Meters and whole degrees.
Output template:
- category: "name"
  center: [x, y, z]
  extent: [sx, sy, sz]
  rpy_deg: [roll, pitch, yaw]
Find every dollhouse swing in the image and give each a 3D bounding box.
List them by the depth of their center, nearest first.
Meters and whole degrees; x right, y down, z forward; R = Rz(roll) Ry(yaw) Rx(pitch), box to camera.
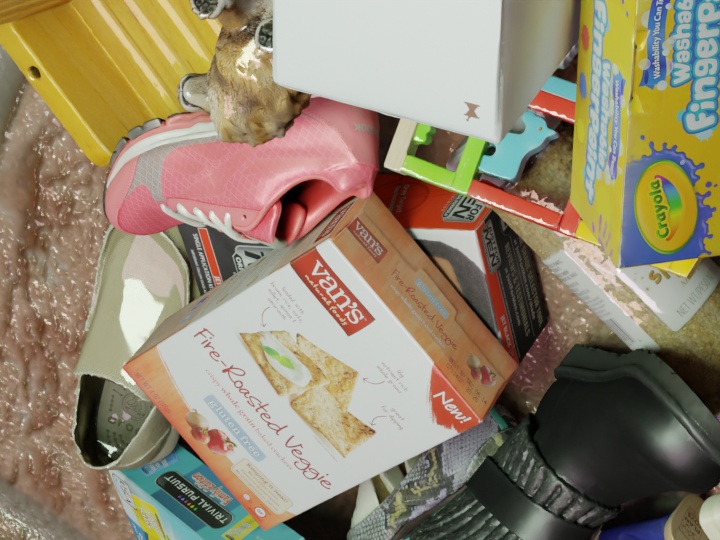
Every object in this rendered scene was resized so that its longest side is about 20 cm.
- category: "dollhouse swing"
  center: [-0.125, -0.120, 1.222]
  extent: [0.200, 0.176, 0.182]
  rpy_deg: [-24, 108, 40]

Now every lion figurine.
- category: "lion figurine"
  center: [-0.035, -0.158, 1.113]
  extent: [0.072, 0.122, 0.201]
  rpy_deg: [23, 92, 11]

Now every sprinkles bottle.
- category: "sprinkles bottle"
  center: [0.138, -0.011, 1.217]
  extent: [0.200, 0.068, 0.068]
  rpy_deg: [44, 134, -6]

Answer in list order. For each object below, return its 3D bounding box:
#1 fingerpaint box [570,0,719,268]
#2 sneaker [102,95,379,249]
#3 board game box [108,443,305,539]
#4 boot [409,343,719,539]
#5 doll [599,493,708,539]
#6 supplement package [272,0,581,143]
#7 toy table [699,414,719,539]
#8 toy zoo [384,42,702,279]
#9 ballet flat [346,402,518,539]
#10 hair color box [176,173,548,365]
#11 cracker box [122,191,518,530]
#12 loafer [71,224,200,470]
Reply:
- category: "fingerpaint box"
  center: [0.188, -0.113, 1.036]
  extent: [0.166, 0.073, 0.201]
  rpy_deg: [-8, 121, -12]
- category: "sneaker"
  center: [-0.069, -0.047, 1.246]
  extent: [0.200, 0.074, 0.087]
  rpy_deg: [-24, 64, 35]
- category: "board game box"
  center: [-0.082, 0.206, 1.463]
  extent: [0.200, 0.047, 0.152]
  rpy_deg: [28, 143, 55]
- category: "boot"
  center: [0.116, 0.125, 1.213]
  extent: [0.079, 0.158, 0.211]
  rpy_deg: [43, 171, -9]
- category: "doll"
  center: [0.141, 0.191, 1.377]
  extent: [0.136, 0.049, 0.200]
  rpy_deg: [40, 137, -17]
- category: "supplement package"
  center: [0.053, -0.168, 1.059]
  extent: [0.116, 0.200, 0.118]
  rpy_deg: [17, 130, 19]
- category: "toy table"
  center: [0.256, 0.165, 1.242]
  extent: [0.200, 0.117, 0.184]
  rpy_deg: [44, 133, -6]
- category: "toy zoo"
  center: [0.126, -0.080, 1.150]
  extent: [0.199, 0.020, 0.132]
  rpy_deg: [21, 92, 15]
- category: "ballet flat"
  center: [0.037, 0.137, 1.401]
  extent: [0.072, 0.072, 0.200]
  rpy_deg: [41, 134, -2]
- category: "hair color box"
  center: [0.000, 0.000, 1.314]
  extent: [0.199, 0.061, 0.102]
  rpy_deg: [2, 123, 30]
- category: "cracker box"
  center: [-0.026, 0.056, 1.289]
  extent: [0.134, 0.058, 0.200]
  rpy_deg: [49, 133, -10]
- category: "loafer"
  center: [-0.138, 0.047, 1.416]
  extent: [0.075, 0.068, 0.201]
  rpy_deg: [18, 120, 18]
